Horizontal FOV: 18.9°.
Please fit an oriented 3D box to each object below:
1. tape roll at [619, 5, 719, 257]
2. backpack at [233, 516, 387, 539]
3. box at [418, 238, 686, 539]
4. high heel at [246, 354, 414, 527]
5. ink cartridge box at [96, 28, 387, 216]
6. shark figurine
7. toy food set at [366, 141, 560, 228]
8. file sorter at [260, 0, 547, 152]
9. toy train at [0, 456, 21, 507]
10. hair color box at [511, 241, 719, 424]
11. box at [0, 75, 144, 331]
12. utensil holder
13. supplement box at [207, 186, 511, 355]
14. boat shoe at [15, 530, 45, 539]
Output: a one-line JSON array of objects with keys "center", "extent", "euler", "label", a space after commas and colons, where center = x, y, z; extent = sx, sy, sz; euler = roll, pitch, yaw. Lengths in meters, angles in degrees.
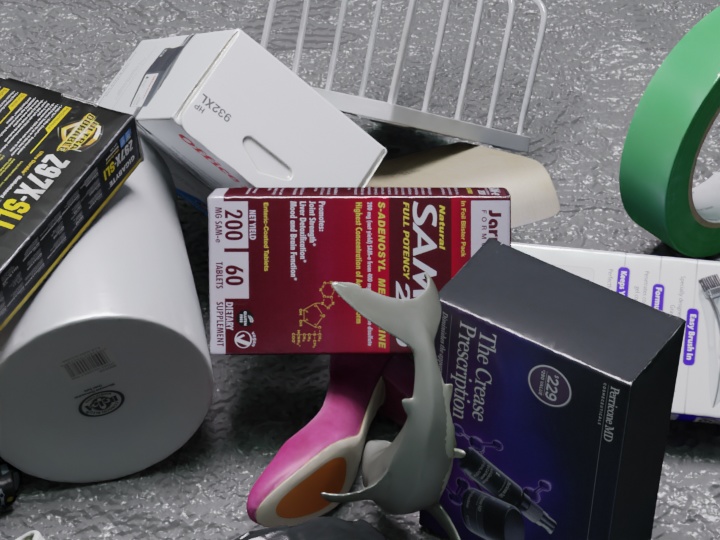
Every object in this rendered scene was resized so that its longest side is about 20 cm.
[{"center": [0.277, -0.108, 1.610], "extent": [0.200, 0.201, 0.048], "euler": [-30, 49, -31], "label": "tape roll"}, {"center": [-0.020, 0.242, 1.257], "extent": [0.167, 0.127, 0.200], "euler": [-12, 46, -20], "label": "backpack"}, {"center": [0.117, 0.099, 1.367], "extent": [0.141, 0.200, 0.079], "euler": [22, 44, 23], "label": "box"}, {"center": [-0.032, 0.100, 1.462], "extent": [0.096, 0.067, 0.200], "euler": [31, 46, 25], "label": "high heel"}, {"center": [-0.093, -0.097, 1.560], "extent": [0.084, 0.145, 0.200], "euler": [-56, 22, -11], "label": "ink cartridge box"}, {"center": [0.016, 0.106, 1.314], "extent": [0.089, 0.215, 0.128], "euler": [-13, 54, -15], "label": "shark figurine"}, {"center": [0.042, -0.044, 1.593], "extent": [0.143, 0.060, 0.200], "euler": [-15, 14, -18], "label": "toy food set"}, {"center": [0.033, -0.172, 1.649], "extent": [0.139, 0.125, 0.200], "euler": [14, 4, 34], "label": "file sorter"}, {"center": [-0.270, 0.090, 1.497], "extent": [0.046, 0.034, 0.200], "euler": [-10, 43, -18], "label": "toy train"}, {"center": [0.168, 0.043, 1.501], "extent": [0.200, 0.065, 0.109], "euler": [6, 81, 7], "label": "hair color box"}, {"center": [-0.261, -0.046, 1.404], "extent": [0.160, 0.049, 0.200], "euler": [18, 50, 20], "label": "box"}, {"center": [-0.194, 0.022, 1.482], "extent": [0.170, 0.170, 0.200], "euler": [-9, 45, -11], "label": "utensil holder"}, {"center": [0.000, 0.000, 1.441], "extent": [0.200, 0.109, 0.061], "euler": [-1, 7, 0], "label": "supplement box"}, {"center": [-0.270, 0.210, 1.301], "extent": [0.202, 0.086, 0.075], "euler": [-24, 10, -28], "label": "boat shoe"}]
